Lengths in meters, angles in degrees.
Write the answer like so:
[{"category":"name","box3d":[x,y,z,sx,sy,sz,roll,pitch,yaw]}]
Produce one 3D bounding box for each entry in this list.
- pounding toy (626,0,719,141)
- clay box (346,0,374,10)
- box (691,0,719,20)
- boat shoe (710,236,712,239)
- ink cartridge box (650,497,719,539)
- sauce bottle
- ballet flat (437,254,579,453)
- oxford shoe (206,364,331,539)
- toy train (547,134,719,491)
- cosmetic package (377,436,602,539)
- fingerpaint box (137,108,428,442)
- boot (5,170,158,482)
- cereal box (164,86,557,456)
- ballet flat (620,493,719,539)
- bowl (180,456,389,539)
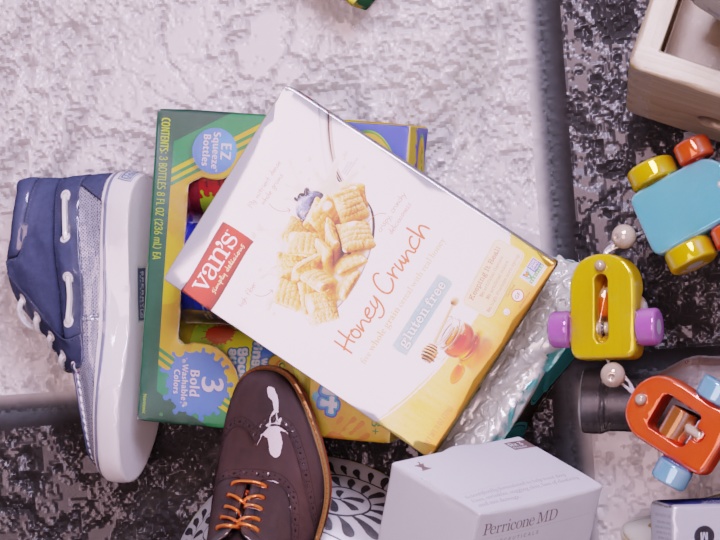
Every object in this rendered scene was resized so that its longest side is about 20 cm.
[{"category":"pounding toy","box3d":[0.274,-0.132,1.598,0.199,0.142,0.185,19,81,8]},{"category":"clay box","box3d":[-0.038,-0.274,1.687,0.200,0.048,0.115,43,99,9]},{"category":"box","box3d":[0.269,-0.226,1.504,0.068,0.082,0.200,33,84,9]},{"category":"boat shoe","box3d":[0.291,0.014,1.598,0.200,0.075,0.062,30,68,19]},{"category":"ink cartridge box","box3d":[0.274,0.234,1.602,0.199,0.041,0.201,-2,92,-14]},{"category":"sauce bottle","box3d":[0.235,0.082,1.632,0.199,0.065,0.065,3,92,12]},{"category":"ballet flat","box3d":[0.086,0.076,1.665,0.072,0.072,0.200,34,90,9]},{"category":"oxford shoe","box3d":[-0.059,0.150,1.602,0.071,0.073,0.201,-6,73,13]},{"category":"toy train","box3d":[0.200,0.023,1.590,0.150,0.056,0.201,27,95,23]},{"category":"cosmetic package","box3d":[0.065,0.210,1.606,0.081,0.113,0.201,31,120,41]},{"category":"fingerpaint box","box3d":[-0.049,0.002,1.683,0.166,0.073,0.201,5,93,11]},{"category":"boot","box3d":[-0.181,0.036,1.720,0.090,0.073,0.201,0,84,20]},{"category":"cereal box","box3d":[0.000,0.000,1.617,0.200,0.040,0.144,33,95,5]},{"category":"ballet flat","box3d":[0.172,0.195,1.651,0.071,0.071,0.200,41,99,8]},{"category":"bowl","box3d":[-0.039,0.221,1.677,0.200,0.094,0.202,0,91,12]}]
